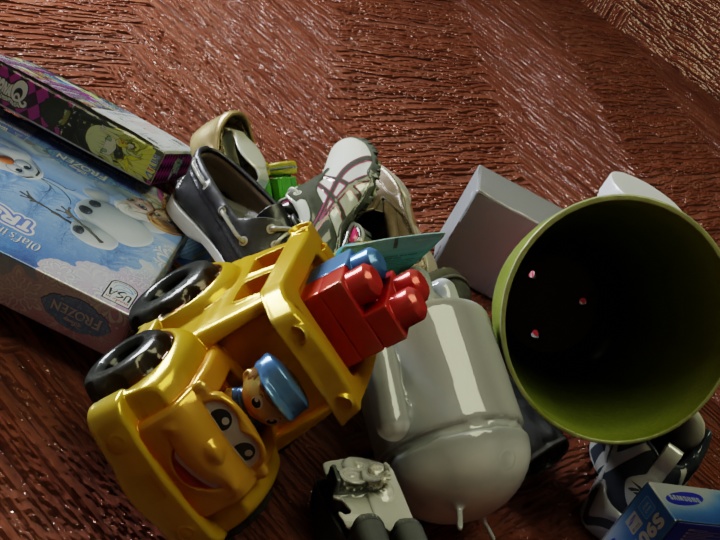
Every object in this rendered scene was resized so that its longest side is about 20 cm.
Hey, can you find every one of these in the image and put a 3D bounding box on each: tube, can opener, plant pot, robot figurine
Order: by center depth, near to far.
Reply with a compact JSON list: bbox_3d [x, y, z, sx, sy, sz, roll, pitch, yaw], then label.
[{"bbox_3d":[0.016,0.182,0.730,0.052,0.067,0.200,8,21,-19],"label":"can opener"},{"bbox_3d":[0.058,0.100,0.870,0.169,0.113,0.201,19,48,-50],"label":"robot figurine"},{"bbox_3d":[0.000,0.000,0.929,0.077,0.200,0.051,-13,82,-17],"label":"tube"},{"bbox_3d":[0.184,0.032,0.975,0.186,0.188,0.200,27,0,-7],"label":"plant pot"}]

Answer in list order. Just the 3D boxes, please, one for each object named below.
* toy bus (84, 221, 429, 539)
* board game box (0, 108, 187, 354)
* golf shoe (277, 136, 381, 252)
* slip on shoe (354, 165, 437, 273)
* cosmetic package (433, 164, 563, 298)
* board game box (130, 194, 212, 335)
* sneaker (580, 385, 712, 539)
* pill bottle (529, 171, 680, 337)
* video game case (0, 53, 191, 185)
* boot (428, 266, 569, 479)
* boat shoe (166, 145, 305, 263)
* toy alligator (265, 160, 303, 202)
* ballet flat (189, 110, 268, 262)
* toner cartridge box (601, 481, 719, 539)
[{"bbox_3d":[-0.050,0.058,0.738,0.136,0.191,0.200,58,22,-18],"label":"toy bus"},{"bbox_3d":[-0.237,-0.039,0.878,0.199,0.044,0.199,27,26,-6],"label":"board game box"},{"bbox_3d":[-0.033,-0.065,1.097,0.088,0.077,0.201,23,43,-15],"label":"golf shoe"},{"bbox_3d":[0.013,-0.047,1.170,0.060,0.076,0.201,24,31,-39],"label":"slip on shoe"},{"bbox_3d":[0.186,-0.015,1.259,0.199,0.107,0.090,30,26,-4],"label":"cosmetic package"},{"bbox_3d":[-0.173,-0.009,0.964,0.103,0.020,0.200,34,26,13],"label":"board game box"},{"bbox_3d":[0.257,0.144,1.015,0.079,0.130,0.199,37,26,10],"label":"sneaker"},{"bbox_3d":[0.228,0.010,1.147,0.112,0.201,0.112,24,26,-12],"label":"pill bottle"},{"bbox_3d":[-0.239,-0.133,1.024,0.180,0.036,0.200,29,5,-4],"label":"video game case"},{"bbox_3d":[0.108,0.088,1.030,0.200,0.073,0.181,39,27,21],"label":"boot"},{"bbox_3d":[-0.074,-0.026,0.893,0.074,0.061,0.200,2,31,-46],"label":"boat shoe"},{"bbox_3d":[-0.110,-0.068,1.105,0.054,0.060,0.199,-7,3,36],"label":"toy alligator"},{"bbox_3d":[-0.099,-0.049,0.991,0.068,0.063,0.201,8,55,-47],"label":"ballet flat"},{"bbox_3d":[0.283,0.225,0.940,0.199,0.095,0.043,13,29,-33],"label":"toner cartridge box"}]
